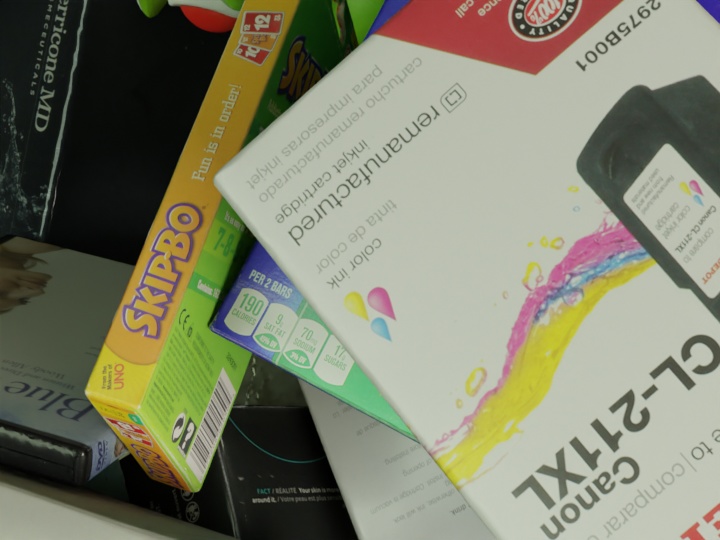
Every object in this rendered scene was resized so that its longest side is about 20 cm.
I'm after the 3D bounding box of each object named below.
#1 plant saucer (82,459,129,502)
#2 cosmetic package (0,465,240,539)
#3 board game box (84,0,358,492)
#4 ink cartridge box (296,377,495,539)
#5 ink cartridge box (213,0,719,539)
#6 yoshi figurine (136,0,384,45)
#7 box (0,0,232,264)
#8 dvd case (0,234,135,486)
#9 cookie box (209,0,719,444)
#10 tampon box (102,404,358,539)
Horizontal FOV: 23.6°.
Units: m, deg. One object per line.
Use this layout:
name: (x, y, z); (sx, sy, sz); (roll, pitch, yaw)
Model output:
plant saucer: (-0.169, 0.135, 0.748); (0.200, 0.036, 0.200); (-9, 78, 46)
cosmetic package: (-0.127, 0.115, 0.626); (0.200, 0.107, 0.090); (11, 82, 24)
board game box: (-0.045, -0.025, 0.649); (0.030, 0.096, 0.200); (17, 69, 15)
ink cartridge box: (0.072, 0.023, 0.665); (0.198, 0.047, 0.200); (-29, 67, 14)
ink cartridge box: (0.077, 0.006, 0.513); (0.146, 0.083, 0.200); (-41, 67, 4)
yoshi figurine: (-0.035, -0.146, 0.757); (0.200, 0.112, 0.112); (40, 82, -2)
box: (-0.168, -0.074, 0.913); (0.200, 0.117, 0.197); (22, 104, 43)
dvd case: (-0.132, 0.029, 0.709); (0.143, 0.200, 0.018); (14, 108, 15)
cookie box: (0.071, -0.025, 0.611); (0.171, 0.075, 0.200); (26, 85, 26)
tampon box: (-0.056, 0.154, 0.761); (0.200, 0.150, 0.126); (-33, 64, 40)
